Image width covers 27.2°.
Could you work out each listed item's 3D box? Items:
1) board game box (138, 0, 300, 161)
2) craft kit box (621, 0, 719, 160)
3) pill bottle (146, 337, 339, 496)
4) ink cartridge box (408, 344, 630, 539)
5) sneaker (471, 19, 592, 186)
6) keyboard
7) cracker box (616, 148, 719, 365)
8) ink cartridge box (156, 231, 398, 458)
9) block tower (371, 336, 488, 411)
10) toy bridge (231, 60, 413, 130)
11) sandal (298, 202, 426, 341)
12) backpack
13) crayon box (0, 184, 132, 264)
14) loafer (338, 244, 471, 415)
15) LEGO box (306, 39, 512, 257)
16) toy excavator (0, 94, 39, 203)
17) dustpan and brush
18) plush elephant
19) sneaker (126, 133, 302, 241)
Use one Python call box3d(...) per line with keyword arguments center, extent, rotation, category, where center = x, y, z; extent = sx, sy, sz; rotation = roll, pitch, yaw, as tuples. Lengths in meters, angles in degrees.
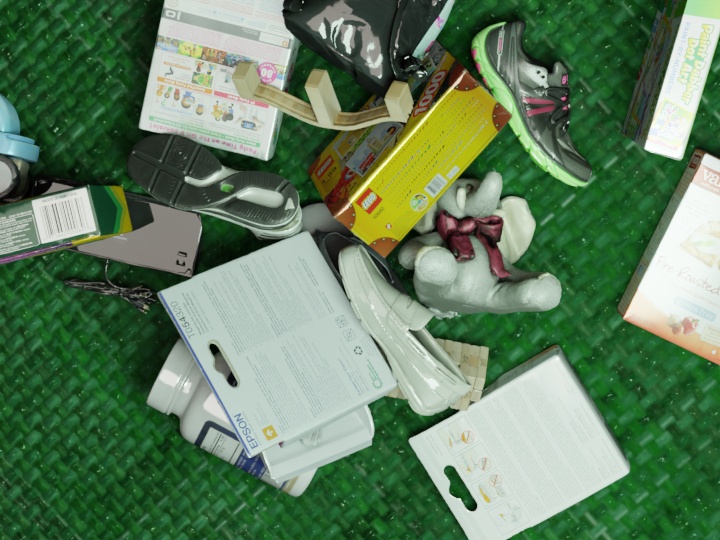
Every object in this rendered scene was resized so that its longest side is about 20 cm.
box3d(center=(-0.144, -0.234, 1.601), extent=(0.146, 0.064, 0.202), rotation=(14, 99, 0), category="board game box")
box3d(center=(0.323, -0.221, 1.518), extent=(0.048, 0.198, 0.202), rotation=(15, 99, -2), category="craft kit box")
box3d(center=(-0.130, 0.156, 1.643), extent=(0.199, 0.111, 0.112), rotation=(28, 100, -3), category="pill bottle")
box3d(center=(0.179, 0.203, 1.679), extent=(0.199, 0.050, 0.163), rotation=(-30, 98, 15), category="ink cartridge box")
box3d(center=(0.195, -0.178, 1.592), extent=(0.083, 0.077, 0.201), rotation=(-31, 98, 11), category="sneaker")
box3d(center=(-0.279, -0.027, 1.664), extent=(0.198, 0.021, 0.128), rotation=(13, 94, 1), category="keyboard")
box3d(center=(0.384, -0.013, 1.622), extent=(0.133, 0.058, 0.202), rotation=(24, 99, -3), category="cracker box")
box3d(center=(-0.089, 0.078, 1.549), extent=(0.199, 0.043, 0.197), rotation=(-23, 76, -32), category="ink cartridge box")
box3d(center=(0.038, 0.103, 1.647), extent=(0.198, 0.058, 0.054), rotation=(12, 129, 1), category="block tower")
box3d(center=(-0.039, -0.175, 1.532), extent=(0.198, 0.067, 0.027), rotation=(11, 59, 24), category="toy bridge")
box3d(center=(0.001, 0.000, 1.621), extent=(0.076, 0.043, 0.200), rotation=(-42, 77, -2), category="sandal")
box3d(center=(0.026, -0.299, 1.539), extent=(0.166, 0.127, 0.201), rotation=(35, 84, -13), category="backpack")
box3d(center=(-0.355, -0.042, 1.568), extent=(0.198, 0.173, 0.059), rotation=(-13, 93, 2), category="crayon box")
box3d(center=(0.046, 0.055, 1.563), extent=(0.069, 0.070, 0.201), rotation=(-30, 97, 17), category="loafer")
box3d(center=(0.048, -0.133, 1.560), extent=(0.077, 0.149, 0.200), rotation=(38, 99, -25), category="LEGO box")
box3d(center=(-0.437, -0.185, 1.615), extent=(0.192, 0.100, 0.202), rotation=(11, 87, -2), category="toy excavator")
box3d(center=(-0.077, 0.109, 1.587), extent=(0.139, 0.057, 0.201), rotation=(-18, 65, -33), category="dustpan and brush")
box3d(center=(0.119, -0.037, 1.588), extent=(0.163, 0.200, 0.157), rotation=(12, 78, -13), category="plush elephant")
box3d(center=(-0.154, -0.075, 1.608), extent=(0.199, 0.115, 0.076), rotation=(20, 74, 12), category="sneaker")
